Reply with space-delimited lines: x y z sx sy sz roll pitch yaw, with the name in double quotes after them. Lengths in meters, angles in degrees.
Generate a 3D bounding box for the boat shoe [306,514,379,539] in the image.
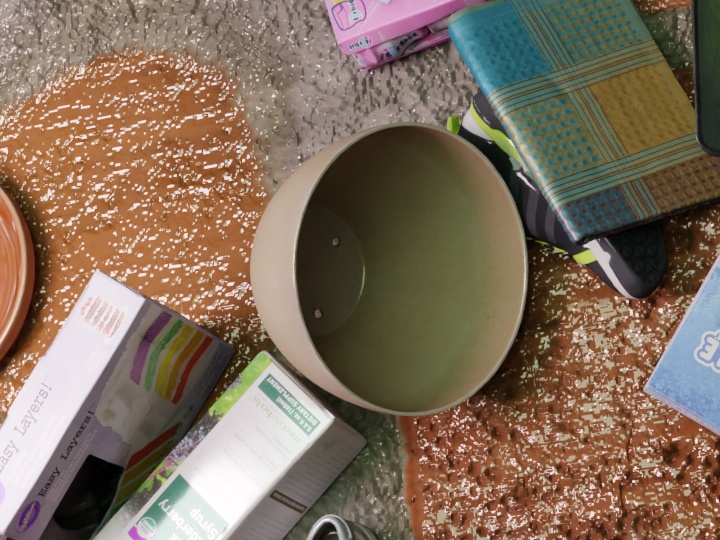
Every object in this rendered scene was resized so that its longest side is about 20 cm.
-0.036 0.271 1.642 0.074 0.065 0.203 14 80 22 "boat shoe"

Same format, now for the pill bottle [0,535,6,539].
-0.370 0.190 1.756 0.200 0.112 0.113 -25 68 11 "pill bottle"

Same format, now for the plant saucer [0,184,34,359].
-0.344 0.010 1.841 0.200 0.032 0.201 -6 73 18 "plant saucer"

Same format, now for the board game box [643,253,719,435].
0.323 0.043 1.561 0.200 0.043 0.199 30 87 6 "board game box"

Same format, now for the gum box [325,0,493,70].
0.023 -0.255 1.766 0.113 0.066 0.201 -20 70 13 "gum box"

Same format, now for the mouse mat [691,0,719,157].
0.303 -0.167 1.629 0.160 0.008 0.201 5 73 -15 "mouse mat"

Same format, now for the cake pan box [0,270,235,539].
-0.186 0.111 1.674 0.052 0.184 0.200 30 86 24 "cake pan box"

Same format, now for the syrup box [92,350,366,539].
-0.097 0.163 1.685 0.200 0.081 0.079 -48 65 0 "syrup box"

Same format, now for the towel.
0.163 -0.117 1.662 0.146 0.022 0.200 -17 65 -23 "towel"

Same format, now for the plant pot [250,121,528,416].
0.000 0.000 1.656 0.134 0.200 0.201 -2 71 55 "plant pot"

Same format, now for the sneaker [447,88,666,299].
0.138 -0.047 1.682 0.200 0.072 0.083 52 129 20 "sneaker"
